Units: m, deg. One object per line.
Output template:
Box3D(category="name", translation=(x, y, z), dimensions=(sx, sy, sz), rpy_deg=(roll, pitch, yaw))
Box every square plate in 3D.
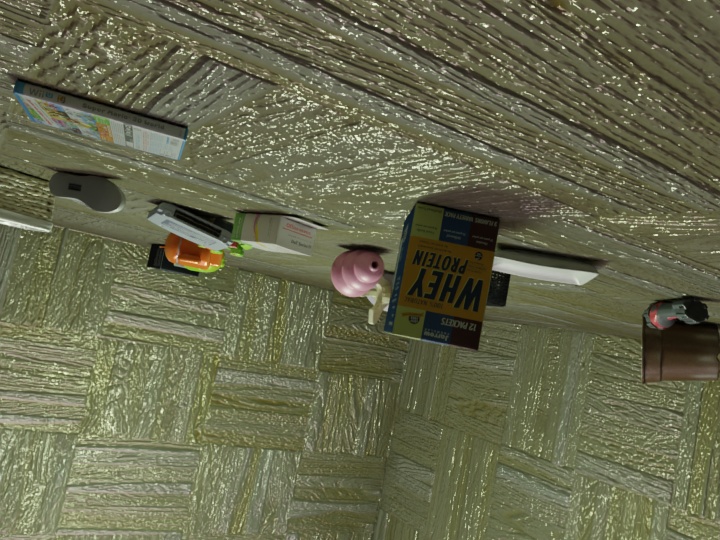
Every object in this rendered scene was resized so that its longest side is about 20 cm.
Box3D(category="square plate", translation=(0.352, -0.008, 1.264), dimensions=(0.198, 0.029, 0.198), rpy_deg=(10, 175, 11))

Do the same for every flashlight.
Box3D(category="flashlight", translation=(0.712, 0.099, 1.447), dimensions=(0.067, 0.069, 0.200), rpy_deg=(-15, 175, -3))

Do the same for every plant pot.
Box3D(category="plant pot", translation=(0.905, 0.230, 1.825), dimensions=(0.196, 0.203, 0.200), rpy_deg=(1, 171, 24))

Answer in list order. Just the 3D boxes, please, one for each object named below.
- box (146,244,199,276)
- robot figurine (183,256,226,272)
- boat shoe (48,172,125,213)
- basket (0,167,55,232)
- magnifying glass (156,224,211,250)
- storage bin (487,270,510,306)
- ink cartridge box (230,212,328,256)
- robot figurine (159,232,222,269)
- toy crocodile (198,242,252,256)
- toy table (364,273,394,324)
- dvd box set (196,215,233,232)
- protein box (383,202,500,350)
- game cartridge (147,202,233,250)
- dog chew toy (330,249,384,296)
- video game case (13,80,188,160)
Box3D(category="box", translation=(-0.891, -0.048, 3.083), dimensions=(0.195, 0.119, 0.199), rpy_deg=(15, 175, -36))
Box3D(category="robot figurine", translation=(-0.562, -0.054, 2.277), dimensions=(0.199, 0.117, 0.175), rpy_deg=(6, 168, 43))
Box3D(category="boat shoe", translation=(-0.572, -0.163, 1.374), dimensions=(0.198, 0.073, 0.066), rpy_deg=(10, 179, 21))
Box3D(category="basket", translation=(-0.853, -0.176, 1.542), dimensions=(0.135, 0.125, 0.199), rpy_deg=(7, 174, 36))
Box3D(category="magnifying glass", translation=(-0.505, -0.109, 1.819), dimensions=(0.199, 0.023, 0.080), rpy_deg=(29, -177, -11))
Box3D(category="storage bin", translation=(0.227, 0.017, 1.456), dimensions=(0.198, 0.095, 0.135), rpy_deg=(13, 175, -23))
Box3D(category="ink cartridge box", translation=(-0.180, -0.079, 1.428), dimensions=(0.199, 0.068, 0.117), rpy_deg=(7, 173, 42))
Box3D(category="robot figurine", translation=(-0.546, -0.069, 2.086), dimensions=(0.198, 0.145, 0.117), rpy_deg=(12, 153, -11))
Box3D(category="toy crocodile", translation=(-0.392, -0.084, 1.864), dimensions=(0.198, 0.068, 0.062), rpy_deg=(6, 168, 26))
Box3D(category="toy table", translation=(0.074, 0.078, 2.129), dimensions=(0.198, 0.186, 0.117), rpy_deg=(-3, -176, 37))
Box3D(category="dvd box set", translation=(-0.426, -0.121, 1.732), dimensions=(0.198, 0.030, 0.146), rpy_deg=(9, 174, 27))
Box3D(category="protein box", translation=(0.125, 0.016, 1.052), dimensions=(0.133, 0.202, 0.199), rpy_deg=(11, 175, -1))
Box3D(category="game cartridge", translation=(-0.427, -0.108, 1.611), dimensions=(0.199, 0.041, 0.133), rpy_deg=(27, 158, -27))
Box3D(category="dog chew toy", translation=(0.000, 0.000, 1.667), dimensions=(0.123, 0.126, 0.200), rpy_deg=(13, 166, -20))
Box3D(category="video game case", translation=(-0.330, -0.190, 0.836), dimensions=(0.198, 0.018, 0.143), rpy_deg=(13, 175, -19))
